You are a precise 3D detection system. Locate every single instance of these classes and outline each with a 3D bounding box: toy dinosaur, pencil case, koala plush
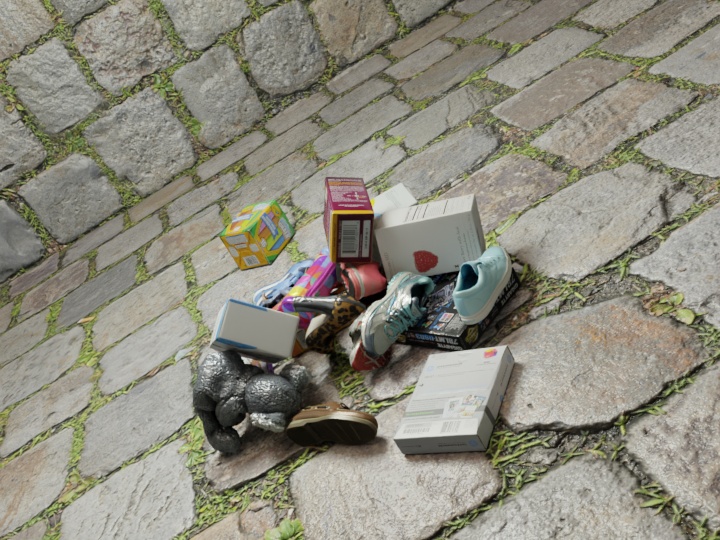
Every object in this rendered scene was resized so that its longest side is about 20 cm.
[{"bbox_3d":[-0.119,0.073,1.784,0.180,0.106,0.200,-15,19,11],"label":"toy dinosaur"},{"bbox_3d":[-0.096,0.037,1.710,0.088,0.089,0.200,-9,34,38],"label":"pencil case"},{"bbox_3d":[-0.199,0.241,1.521,0.199,0.185,0.178,3,41,34],"label":"koala plush"}]

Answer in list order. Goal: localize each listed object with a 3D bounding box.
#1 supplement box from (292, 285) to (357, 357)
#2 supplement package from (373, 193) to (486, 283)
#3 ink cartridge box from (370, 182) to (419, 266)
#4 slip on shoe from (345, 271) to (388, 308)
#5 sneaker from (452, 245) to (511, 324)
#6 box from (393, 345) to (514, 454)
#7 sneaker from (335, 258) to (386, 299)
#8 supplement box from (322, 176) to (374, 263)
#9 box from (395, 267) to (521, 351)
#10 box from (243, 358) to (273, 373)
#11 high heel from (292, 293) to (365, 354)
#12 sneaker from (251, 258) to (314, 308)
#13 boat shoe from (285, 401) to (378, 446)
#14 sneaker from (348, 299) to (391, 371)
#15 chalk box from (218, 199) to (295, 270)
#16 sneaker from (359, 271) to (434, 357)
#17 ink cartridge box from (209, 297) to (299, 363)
[{"bbox_3d":[-0.080,0.103,1.742,0.199,0.069,0.067,-29,28,-1],"label":"supplement box"},{"bbox_3d":[0.143,-0.064,1.615,0.199,0.122,0.120,-11,19,15],"label":"supplement package"},{"bbox_3d":[0.059,-0.075,1.817,0.199,0.146,0.145,-31,26,1],"label":"ink cartridge box"},{"bbox_3d":[0.048,0.031,1.692,0.199,0.074,0.061,-29,-9,-29],"label":"slip on shoe"},{"bbox_3d":[0.222,0.004,1.470,0.073,0.082,0.200,-10,34,32],"label":"sneaker"},{"bbox_3d":[0.157,0.212,1.325,0.155,0.041,0.200,-12,33,33],"label":"box"},{"bbox_3d":[0.000,0.000,1.647,0.086,0.074,0.200,-7,29,-12],"label":"sneaker"},{"bbox_3d":[-0.027,-0.107,1.653,0.085,0.111,0.200,0,27,-7],"label":"supplement box"},{"bbox_3d":[0.178,0.067,1.551,0.198,0.050,0.200,2,41,49],"label":"box"},{"bbox_3d":[-0.261,0.221,1.756,0.136,0.039,0.200,-30,26,1],"label":"box"},{"bbox_3d":[-0.040,0.116,1.578,0.141,0.200,0.072,1,55,19],"label":"high heel"},{"bbox_3d":[-0.170,0.049,1.932,0.199,0.074,0.082,-36,27,7],"label":"sneaker"},{"bbox_3d":[-0.046,0.262,1.416,0.199,0.072,0.068,-9,34,37],"label":"boat shoe"},{"bbox_3d":[0.015,0.138,1.585,0.082,0.078,0.200,-25,18,27],"label":"sneaker"},{"bbox_3d":[-0.280,-0.116,2.276,0.124,0.124,0.200,-10,33,36],"label":"chalk box"},{"bbox_3d":[0.071,0.078,1.509,0.086,0.078,0.201,0,48,43],"label":"sneaker"},{"bbox_3d":[-0.214,0.124,1.590,0.200,0.144,0.084,146,138,-72],"label":"ink cartridge box"}]
